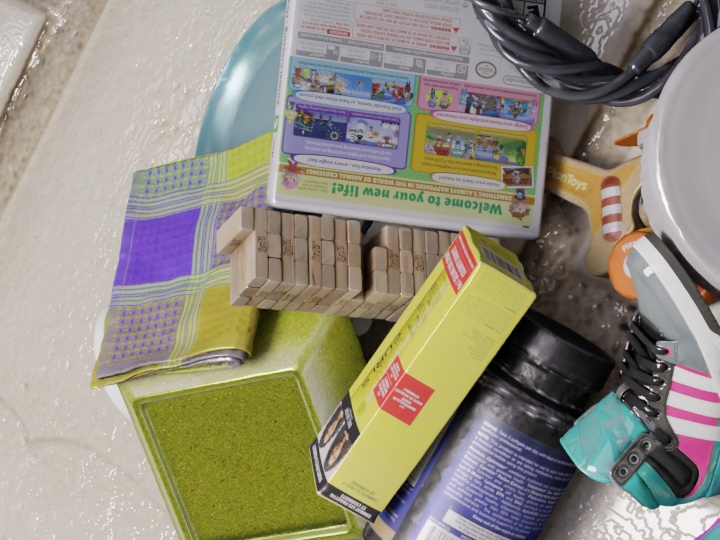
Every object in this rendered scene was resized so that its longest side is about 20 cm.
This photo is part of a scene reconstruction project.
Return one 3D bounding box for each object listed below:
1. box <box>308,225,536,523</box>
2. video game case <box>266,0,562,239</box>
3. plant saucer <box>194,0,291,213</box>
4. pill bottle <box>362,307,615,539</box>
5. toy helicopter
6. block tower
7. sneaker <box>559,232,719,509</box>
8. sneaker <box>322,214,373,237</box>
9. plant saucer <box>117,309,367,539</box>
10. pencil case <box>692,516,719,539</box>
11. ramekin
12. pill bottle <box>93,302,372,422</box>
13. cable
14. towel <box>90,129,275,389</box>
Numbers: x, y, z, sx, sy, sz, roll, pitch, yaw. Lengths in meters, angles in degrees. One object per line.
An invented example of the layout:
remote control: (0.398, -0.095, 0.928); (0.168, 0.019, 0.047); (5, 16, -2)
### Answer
box: (0.040, 0.071, 1.327); (0.200, 0.050, 0.075); (-54, 18, 16)
video game case: (0.040, -0.123, 1.362); (0.022, 0.199, 0.183); (176, 100, -74)
plant saucer: (-0.068, -0.113, 1.498); (0.200, 0.027, 0.201); (-34, 47, 46)
pill bottle: (0.094, 0.130, 1.362); (0.112, 0.112, 0.201); (34, 99, 29)
toy helicopter: (0.180, -0.062, 1.368); (0.200, 0.079, 0.133); (27, 103, 42)
block tower: (0.000, 0.000, 1.364); (0.054, 0.199, 0.058); (139, 134, -58)
sneaker: (0.183, 0.080, 1.272); (0.120, 0.201, 0.084); (-27, 26, -1)
sneaker: (0.054, -0.094, 1.418); (0.201, 0.111, 0.077); (-68, 20, -2)
plant saucer: (-0.078, 0.134, 1.429); (0.199, 0.048, 0.201); (-12, 110, 21)
pencil case: (0.191, 0.229, 1.307); (0.199, 0.085, 0.093); (-24, 77, 24)
ramekin: (0.275, -0.064, 1.257); (0.201, 0.094, 0.204); (1, 83, -8)
pill bottle: (-0.095, 0.043, 1.483); (0.199, 0.111, 0.112); (-22, 72, 25)
cable: (0.165, -0.196, 1.366); (0.199, 0.051, 0.164); (-6, 93, -10)
towel: (-0.127, -0.007, 1.430); (0.143, 0.023, 0.201); (-11, 55, 31)
